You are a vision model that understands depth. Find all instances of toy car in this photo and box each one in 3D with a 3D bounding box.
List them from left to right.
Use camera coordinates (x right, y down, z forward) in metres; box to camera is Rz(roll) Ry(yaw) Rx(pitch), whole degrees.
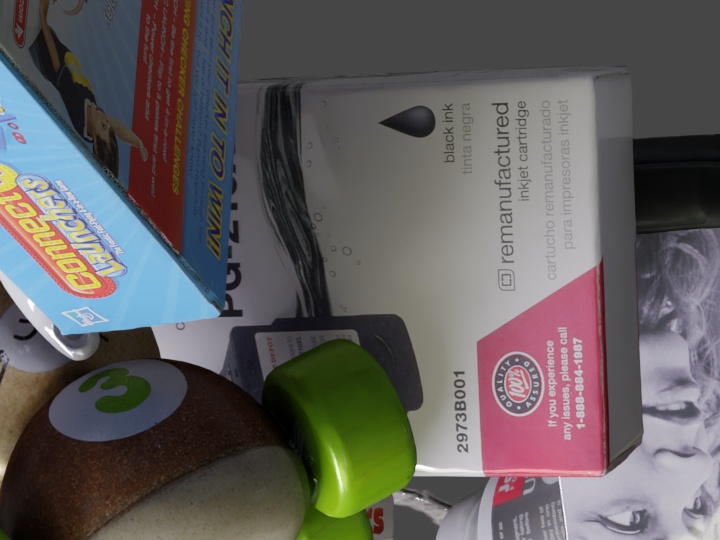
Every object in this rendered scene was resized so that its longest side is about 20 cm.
[{"bbox_3d":[-0.107,0.038,0.879,0.164,0.201,0.158,-26,161,-22],"label":"toy car"}]

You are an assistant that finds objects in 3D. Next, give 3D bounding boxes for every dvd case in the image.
[{"bbox_3d":[0.153,0.066,1.081,0.148,0.016,0.201,-6,107,12],"label":"dvd case"}]

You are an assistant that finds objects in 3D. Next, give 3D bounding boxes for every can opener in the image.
[{"bbox_3d":[0.132,-0.038,1.016,0.199,0.079,0.063,-6,-170,31],"label":"can opener"}]

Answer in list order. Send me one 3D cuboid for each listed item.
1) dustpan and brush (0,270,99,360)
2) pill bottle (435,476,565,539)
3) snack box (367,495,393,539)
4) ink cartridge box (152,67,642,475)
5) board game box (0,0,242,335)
[{"bbox_3d":[-0.143,-0.057,0.803,0.139,0.201,0.057,-35,174,-3],"label":"dustpan and brush"},{"bbox_3d":[0.127,0.124,1.262,0.110,0.111,0.200,23,149,-29],"label":"pill bottle"},{"bbox_3d":[-0.061,0.101,1.044,0.071,0.025,0.200,-2,175,27],"label":"snack box"},{"bbox_3d":[0.000,0.000,0.978,0.198,0.146,0.084,-1,-175,16],"label":"ink cartridge box"},{"bbox_3d":[-0.095,-0.114,0.746,0.055,0.201,0.196,-8,150,18],"label":"board game box"}]
